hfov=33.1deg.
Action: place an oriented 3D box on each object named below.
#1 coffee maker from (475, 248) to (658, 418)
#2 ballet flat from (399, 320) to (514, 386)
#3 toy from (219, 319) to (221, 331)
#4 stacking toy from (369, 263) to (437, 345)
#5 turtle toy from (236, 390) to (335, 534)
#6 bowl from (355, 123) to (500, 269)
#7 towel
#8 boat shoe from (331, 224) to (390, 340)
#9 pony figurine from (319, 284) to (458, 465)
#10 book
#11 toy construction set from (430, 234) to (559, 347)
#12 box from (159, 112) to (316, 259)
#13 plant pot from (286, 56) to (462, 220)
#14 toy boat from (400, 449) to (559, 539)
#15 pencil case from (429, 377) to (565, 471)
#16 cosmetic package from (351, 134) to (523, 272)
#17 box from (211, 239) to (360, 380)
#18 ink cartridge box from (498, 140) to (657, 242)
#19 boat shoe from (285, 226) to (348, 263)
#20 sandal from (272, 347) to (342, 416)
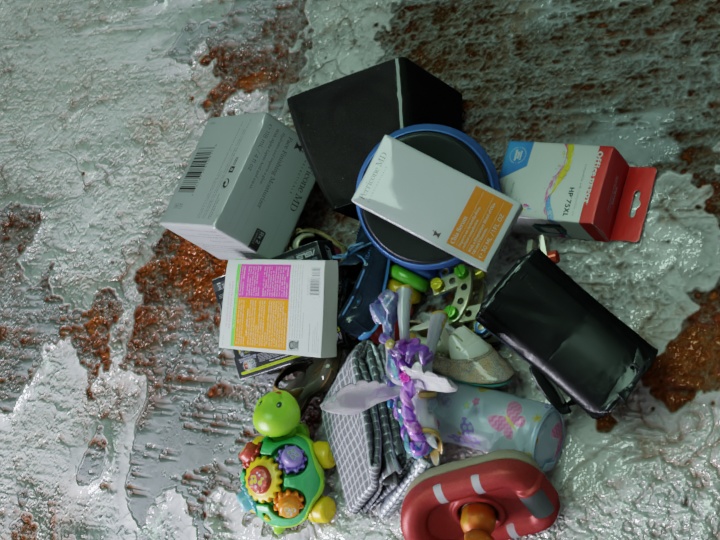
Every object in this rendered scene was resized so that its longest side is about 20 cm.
[{"bbox_3d":[0.252,0.070,1.463,0.200,0.192,0.135,40,74,8],"label":"coffee maker"},{"bbox_3d":[0.120,0.105,1.617,0.068,0.067,0.200,-28,25,-37],"label":"ballet flat"},{"bbox_3d":[-0.144,0.052,1.856,0.200,0.047,0.115,10,89,33],"label":"toy"},{"bbox_3d":[0.065,0.014,1.733,0.085,0.085,0.200,28,91,39],"label":"stacking toy"},{"bbox_3d":[-0.113,0.269,1.696,0.146,0.101,0.200,-1,83,34],"label":"turtle toy"},{"bbox_3d":[0.090,-0.099,1.646,0.200,0.039,0.201,1,96,10],"label":"bowl"},{"bbox_3d":[0.013,0.214,1.620,0.166,0.085,0.200,120,145,-50],"label":"towel"},{"bbox_3d":[0.000,0.000,1.717,0.084,0.069,0.200,-53,25,43],"label":"boat shoe"},{"bbox_3d":[0.056,0.126,1.494,0.166,0.193,0.200,-15,62,26],"label":"pony figurine"},{"bbox_3d":[-0.116,0.050,1.711,0.200,0.048,0.134,2,90,43],"label":"book"},{"bbox_3d":[0.191,0.031,1.635,0.200,0.092,0.131,-21,58,37],"label":"toy construction set"},{"bbox_3d":[-0.184,-0.127,1.892,0.200,0.131,0.199,6,69,56],"label":"box"},{"bbox_3d":[0.036,-0.175,1.774,0.200,0.199,0.178,-17,73,27],"label":"plant pot"},{"bbox_3d":[0.143,0.313,1.490,0.200,0.131,0.131,-21,35,26],"label":"toy boat"},{"bbox_3d":[0.165,0.198,1.572,0.200,0.083,0.091,10,79,37],"label":"pencil case"},{"bbox_3d":[0.101,-0.086,1.579,0.200,0.071,0.102,27,92,9],"label":"cosmetic package"},{"bbox_3d":[-0.112,0.060,1.788,0.200,0.044,0.161,-20,84,28],"label":"box"},{"bbox_3d":[0.287,-0.108,1.641,0.200,0.067,0.116,7,73,35],"label":"ink cartridge box"},{"bbox_3d":[-0.077,-0.035,1.853,0.200,0.066,0.074,16,78,38],"label":"boat shoe"},{"bbox_3d":[-0.093,0.165,1.740,0.200,0.055,0.082,-46,25,46],"label":"sandal"}]
